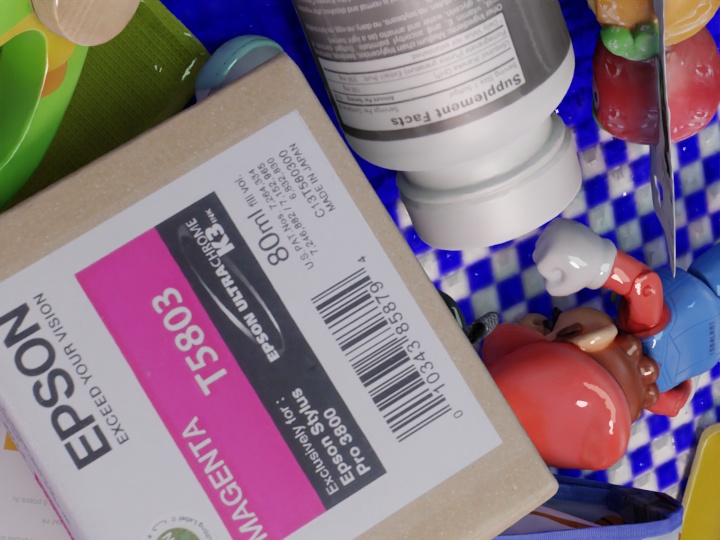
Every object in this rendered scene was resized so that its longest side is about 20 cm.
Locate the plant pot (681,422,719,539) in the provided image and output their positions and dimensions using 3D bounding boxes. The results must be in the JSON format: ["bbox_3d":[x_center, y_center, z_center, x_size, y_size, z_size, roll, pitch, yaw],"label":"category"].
[{"bbox_3d":[0.288,0.212,1.038,0.176,0.199,0.202,10,98,-46],"label":"plant pot"}]

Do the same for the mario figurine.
[{"bbox_3d":[0.133,0.022,0.955,0.199,0.106,0.124,-27,93,-24],"label":"mario figurine"}]

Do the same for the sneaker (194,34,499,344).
[{"bbox_3d":[0.000,0.000,0.813,0.078,0.139,0.202,-32,121,-39],"label":"sneaker"}]

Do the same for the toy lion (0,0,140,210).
[{"bbox_3d":[-0.183,-0.054,0.657,0.199,0.068,0.193,6,109,-57],"label":"toy lion"}]

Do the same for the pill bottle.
[{"bbox_3d":[0.029,-0.114,0.825,0.110,0.110,0.201,-33,118,-21],"label":"pill bottle"}]

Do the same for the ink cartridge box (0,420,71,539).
[{"bbox_3d":[-0.064,0.161,0.758,0.196,0.043,0.202,7,67,-2],"label":"ink cartridge box"}]

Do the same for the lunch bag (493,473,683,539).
[{"bbox_3d":[0.060,0.189,0.920,0.198,0.124,0.172,1,101,-25],"label":"lunch bag"}]

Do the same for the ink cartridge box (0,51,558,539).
[{"bbox_3d":[-0.047,0.046,0.726,0.164,0.075,0.201,-31,83,-13],"label":"ink cartridge box"}]

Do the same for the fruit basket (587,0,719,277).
[{"bbox_3d":[0.124,-0.118,0.860,0.093,0.185,0.202,1,107,5],"label":"fruit basket"}]

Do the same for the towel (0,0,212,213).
[{"bbox_3d":[-0.145,-0.036,0.791,0.086,0.018,0.201,44,78,-33],"label":"towel"}]
